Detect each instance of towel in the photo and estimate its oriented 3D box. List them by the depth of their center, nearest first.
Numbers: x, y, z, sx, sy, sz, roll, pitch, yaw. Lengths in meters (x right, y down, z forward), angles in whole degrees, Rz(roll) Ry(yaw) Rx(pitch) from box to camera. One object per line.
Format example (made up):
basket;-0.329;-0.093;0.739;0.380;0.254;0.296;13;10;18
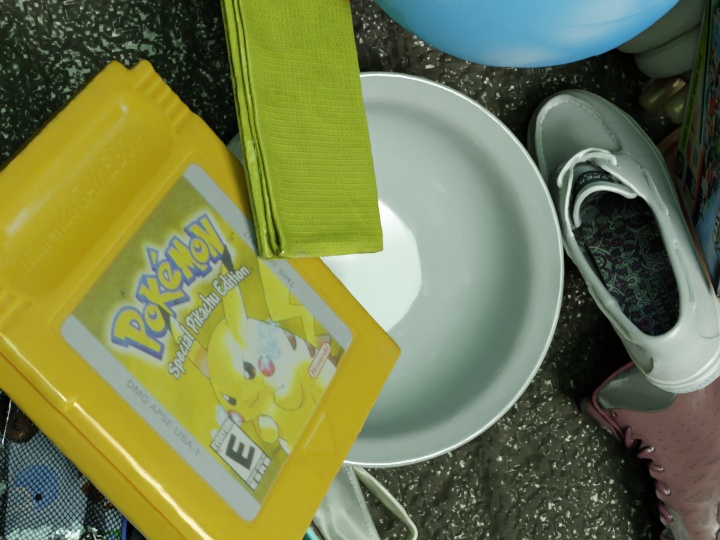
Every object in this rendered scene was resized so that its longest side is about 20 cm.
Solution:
towel;-0.028;-0.107;0.721;0.086;0.018;0.202;-5;86;-47

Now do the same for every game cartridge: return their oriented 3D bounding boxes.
game cartridge;-0.079;0.020;0.661;0.200;0.032;0.177;50;40;-16

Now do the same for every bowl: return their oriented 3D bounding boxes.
bowl;0.000;0.000;0.803;0.199;0.090;0.203;0;89;-15

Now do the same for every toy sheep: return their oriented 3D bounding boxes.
toy sheep;0.190;-0.160;0.836;0.138;0.138;0.200;-45;107;-10

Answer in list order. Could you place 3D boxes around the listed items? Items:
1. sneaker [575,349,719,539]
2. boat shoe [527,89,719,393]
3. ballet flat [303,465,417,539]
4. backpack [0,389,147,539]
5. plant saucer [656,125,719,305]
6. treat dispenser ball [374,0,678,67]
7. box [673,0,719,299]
sneaker;0.174;0.113;0.863;0.114;0.076;0.202;14;107;11
boat shoe;0.132;-0.029;0.799;0.071;0.069;0.201;-24;55;16
ballet flat;0.015;0.175;0.822;0.063;0.067;0.201;-32;99;-23
backpack;-0.160;0.065;0.721;0.153;0.200;0.192;15;70;-18
plant saucer;0.243;-0.024;0.831;0.198;0.032;0.202;-4;52;5
treat dispenser ball;0.078;-0.197;0.707;0.199;0.201;0.203;0;90;-15
box;0.194;-0.098;0.736;0.034;0.111;0.201;-1;129;-2
